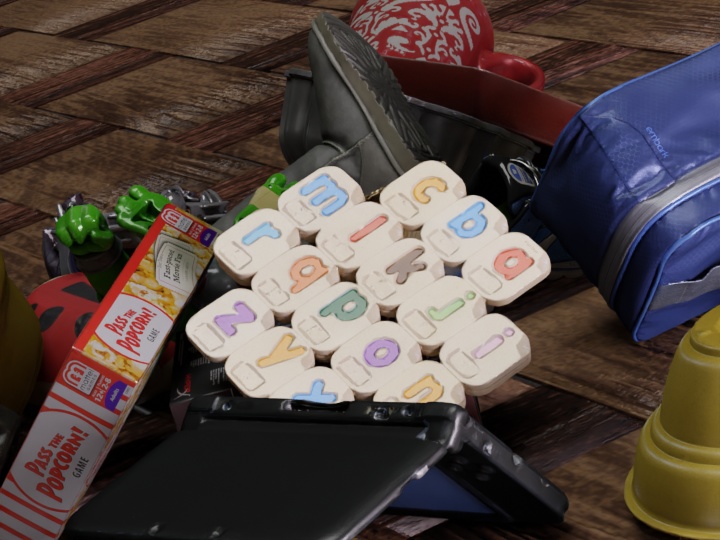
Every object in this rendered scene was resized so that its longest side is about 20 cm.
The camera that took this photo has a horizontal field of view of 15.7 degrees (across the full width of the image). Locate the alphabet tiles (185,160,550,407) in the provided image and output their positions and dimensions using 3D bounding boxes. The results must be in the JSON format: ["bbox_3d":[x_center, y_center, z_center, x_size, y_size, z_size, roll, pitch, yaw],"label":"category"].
[{"bbox_3d":[0.005,0.018,1.547,0.195,0.015,0.200,-35,54,-17],"label":"alphabet tiles"}]

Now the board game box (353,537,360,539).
[{"bbox_3d":[-0.106,0.195,1.358,0.135,0.035,0.200,0,23,44],"label":"board game box"}]

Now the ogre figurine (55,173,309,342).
[{"bbox_3d":[-0.101,0.004,1.736,0.200,0.120,0.098,-13,48,-22],"label":"ogre figurine"}]

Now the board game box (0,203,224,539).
[{"bbox_3d":[-0.157,0.067,1.609,0.046,0.152,0.200,28,28,-2],"label":"board game box"}]

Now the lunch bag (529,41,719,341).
[{"bbox_3d":[0.225,-0.050,1.639,0.200,0.132,0.136,-25,-24,-24],"label":"lunch bag"}]

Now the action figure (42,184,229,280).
[{"bbox_3d":[-0.171,-0.026,1.926,0.130,0.070,0.200,5,-19,-25],"label":"action figure"}]

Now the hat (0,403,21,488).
[{"bbox_3d":[-0.257,0.127,1.596,0.081,0.201,0.201,28,28,7],"label":"hat"}]

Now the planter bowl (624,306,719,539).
[{"bbox_3d":[0.226,0.060,1.368,0.200,0.084,0.200,-16,17,5],"label":"planter bowl"}]

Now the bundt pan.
[{"bbox_3d":[0.029,-0.086,1.953,0.201,0.076,0.202,17,-2,0],"label":"bundt pan"}]

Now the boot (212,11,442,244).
[{"bbox_3d":[-0.051,-0.061,1.837,0.200,0.073,0.182,-42,52,22],"label":"boot"}]

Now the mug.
[{"bbox_3d":[0.055,-0.173,2.241,0.177,0.134,0.200,-13,20,17],"label":"mug"}]

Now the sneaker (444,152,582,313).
[{"bbox_3d":[0.123,-0.039,1.773,0.200,0.089,0.079,-25,47,-17],"label":"sneaker"}]

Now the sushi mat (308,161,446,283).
[{"bbox_3d":[0.000,0.000,1.701,0.095,0.012,0.200,-20,-27,-20],"label":"sushi mat"}]

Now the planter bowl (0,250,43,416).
[{"bbox_3d":[-0.273,0.065,1.781,0.083,0.201,0.200,25,1,-23],"label":"planter bowl"}]

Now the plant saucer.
[{"bbox_3d":[0.117,-0.116,2.001,0.199,0.037,0.200,18,0,-30],"label":"plant saucer"}]

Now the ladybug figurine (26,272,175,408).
[{"bbox_3d":[-0.186,0.047,1.851,0.136,0.072,0.200,-24,18,-24],"label":"ladybug figurine"}]

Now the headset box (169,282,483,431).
[{"bbox_3d":[-0.013,0.065,1.618,0.200,0.075,0.149,-16,16,2],"label":"headset box"}]

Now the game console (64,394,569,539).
[{"bbox_3d":[-0.022,0.132,1.392,0.200,0.176,0.117,0,61,42],"label":"game console"}]
